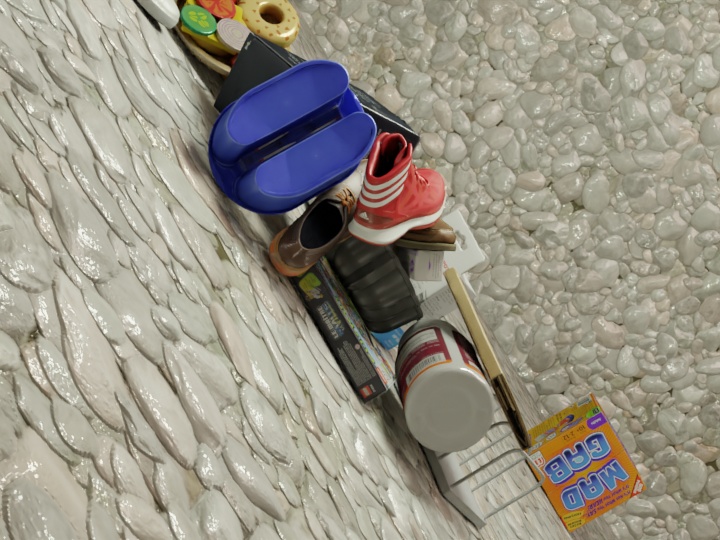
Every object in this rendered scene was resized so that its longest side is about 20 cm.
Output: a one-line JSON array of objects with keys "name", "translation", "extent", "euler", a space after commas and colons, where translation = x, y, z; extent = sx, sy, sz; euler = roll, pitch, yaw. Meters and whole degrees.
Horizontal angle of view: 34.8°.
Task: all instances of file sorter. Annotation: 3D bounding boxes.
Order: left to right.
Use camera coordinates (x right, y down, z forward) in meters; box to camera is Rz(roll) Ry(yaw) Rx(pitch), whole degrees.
[{"name": "file sorter", "translation": [0.155, 0.226, 1.607], "extent": [0.139, 0.124, 0.201], "euler": [47, 15, -49]}]

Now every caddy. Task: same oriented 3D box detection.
[{"name": "caddy", "translation": [-0.077, -0.152, 1.316], "extent": [0.143, 0.199, 0.105], "euler": [61, -17, -4]}]

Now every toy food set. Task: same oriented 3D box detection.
[{"name": "toy food set", "translation": [-0.176, -0.342, 1.617], "extent": [0.198, 0.049, 0.200], "euler": [22, 44, -23]}]

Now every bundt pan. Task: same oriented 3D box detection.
[{"name": "bundt pan", "translation": [0.000, 0.000, 1.542], "extent": [0.203, 0.075, 0.202], "euler": [56, -7, 10]}]

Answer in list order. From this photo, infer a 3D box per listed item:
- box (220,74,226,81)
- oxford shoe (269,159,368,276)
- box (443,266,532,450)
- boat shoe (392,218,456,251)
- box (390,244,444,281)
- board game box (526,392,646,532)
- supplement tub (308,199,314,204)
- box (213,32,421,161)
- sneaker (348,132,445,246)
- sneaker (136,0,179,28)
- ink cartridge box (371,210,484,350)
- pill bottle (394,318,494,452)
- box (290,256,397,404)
[{"name": "box", "translation": [-0.194, -0.318, 1.754], "extent": [0.201, 0.041, 0.119], "euler": [57, 8, -27]}, {"name": "oxford shoe", "translation": [-0.024, -0.070, 1.368], "extent": [0.071, 0.200, 0.073], "euler": [45, -33, -8]}, {"name": "box", "translation": [0.168, 0.115, 1.513], "extent": [0.201, 0.021, 0.164], "euler": [-110, 174, -46]}, {"name": "boat shoe", "translation": [0.063, -0.070, 1.481], "extent": [0.071, 0.069, 0.199], "euler": [5, 9, -28]}, {"name": "box", "translation": [0.065, -0.017, 1.537], "extent": [0.200, 0.038, 0.042], "euler": [-150, -118, -75]}, {"name": "board game box", "translation": [0.503, 0.433, 2.615], "extent": [0.201, 0.198, 0.200], "euler": [59, 8, -2]}, {"name": "supplement tub", "translation": [0.022, -0.079, 1.810], "extent": [0.201, 0.144, 0.145], "euler": [55, 9, -23]}, {"name": "box", "translation": [-0.060, -0.195, 1.493], "extent": [0.198, 0.118, 0.197], "euler": [23, 13, -32]}, {"name": "sneaker", "translation": [0.060, -0.112, 1.368], "extent": [0.078, 0.117, 0.200], "euler": [23, 31, 15]}, {"name": "sneaker", "translation": [-0.274, -0.405, 1.449], "extent": [0.201, 0.084, 0.073], "euler": [57, 7, -22]}, {"name": "ink cartridge box", "translation": [0.093, 0.014, 1.712], "extent": [0.067, 0.199, 0.117], "euler": [49, 13, -49]}, {"name": "pill bottle", "translation": [0.103, 0.141, 1.480], "extent": [0.115, 0.113, 0.200], "euler": [56, 7, -16]}, {"name": "box", "translation": [-0.024, 0.064, 1.424], "extent": [0.201, 0.034, 0.110], "euler": [59, 8, 2]}]
